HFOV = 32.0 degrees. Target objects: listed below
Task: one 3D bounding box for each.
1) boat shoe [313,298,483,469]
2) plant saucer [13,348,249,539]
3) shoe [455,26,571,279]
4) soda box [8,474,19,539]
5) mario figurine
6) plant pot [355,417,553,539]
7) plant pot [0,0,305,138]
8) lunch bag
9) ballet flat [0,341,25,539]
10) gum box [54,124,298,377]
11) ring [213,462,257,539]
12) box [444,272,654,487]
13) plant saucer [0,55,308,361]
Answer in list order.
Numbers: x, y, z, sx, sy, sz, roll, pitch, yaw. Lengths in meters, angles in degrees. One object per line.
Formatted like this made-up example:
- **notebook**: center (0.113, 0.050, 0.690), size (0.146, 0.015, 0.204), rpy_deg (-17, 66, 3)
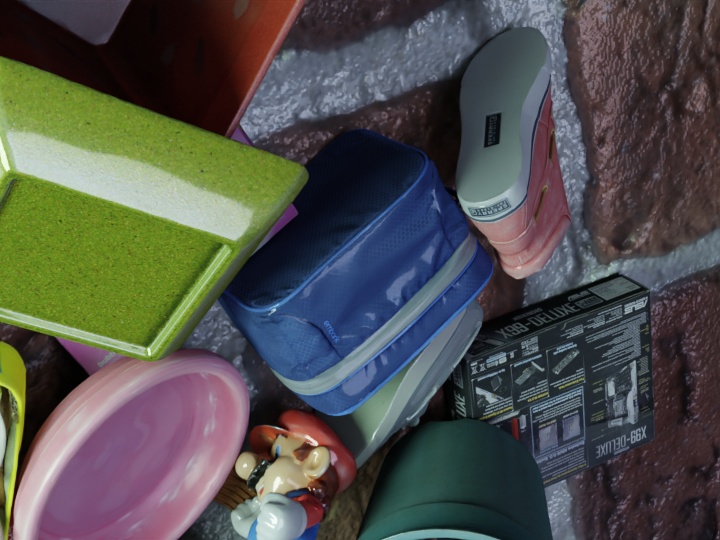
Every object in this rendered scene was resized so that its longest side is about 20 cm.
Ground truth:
- **boat shoe**: center (0.033, 0.098, 1.031), size (0.071, 0.070, 0.202), rpy_deg (32, 97, -45)
- **plant saucer**: center (-0.166, 0.135, 0.889), size (0.200, 0.051, 0.202), rpy_deg (-37, 146, -29)
- **shoe**: center (0.121, -0.092, 0.969), size (0.091, 0.071, 0.202), rpy_deg (57, 34, -40)
- **soda box**: center (-0.278, 0.143, 0.880), size (0.069, 0.063, 0.203), rpy_deg (-17, 115, -23)
- **mario figurine**: center (-0.073, 0.189, 0.940), size (0.122, 0.202, 0.106), rpy_deg (-20, 130, 29)
- **plant pot**: center (0.076, 0.233, 1.005), size (0.197, 0.197, 0.203), rpy_deg (3, 114, 6)
- **plant pot**: center (-0.153, -0.205, 0.753), size (0.199, 0.176, 0.202), rpy_deg (28, 93, -33)
- **lunch bag**: center (0.000, 0.000, 0.939), size (0.200, 0.136, 0.133), rpy_deg (-41, 123, -11)
- **ballet flat**: center (-0.254, 0.145, 0.815), size (0.066, 0.067, 0.203), rpy_deg (6, 106, -27)
- **gum box**: center (-0.149, -0.032, 0.884), size (0.200, 0.066, 0.114), rpy_deg (-42, 123, -9)
- **ring**: center (-0.151, 0.240, 1.013), size (0.198, 0.019, 0.204), rpy_deg (-11, 113, -27)
- **box**: center (0.173, 0.109, 1.127), size (0.198, 0.050, 0.160), rpy_deg (-19, 117, -22)
- **plant saucer**: center (-0.158, -0.016, 0.743), size (0.197, 0.048, 0.200), rpy_deg (18, 139, -23)
